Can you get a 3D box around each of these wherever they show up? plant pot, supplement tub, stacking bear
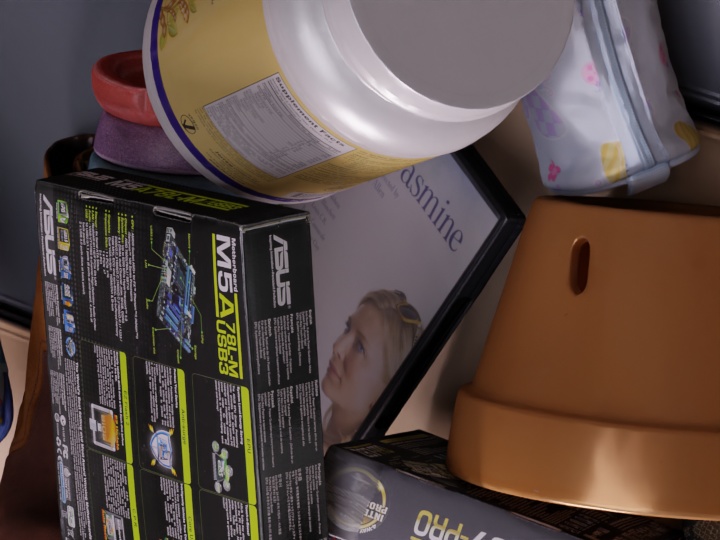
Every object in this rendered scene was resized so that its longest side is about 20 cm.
[{"bbox_3d":[0.146,0.038,1.375,0.200,0.200,0.140,6,94,23],"label":"plant pot"},{"bbox_3d":[-0.003,-0.117,1.338,0.200,0.145,0.145,-18,102,59],"label":"supplement tub"},{"bbox_3d":[-0.093,-0.010,1.491,0.114,0.121,0.200,26,117,56],"label":"stacking bear"}]

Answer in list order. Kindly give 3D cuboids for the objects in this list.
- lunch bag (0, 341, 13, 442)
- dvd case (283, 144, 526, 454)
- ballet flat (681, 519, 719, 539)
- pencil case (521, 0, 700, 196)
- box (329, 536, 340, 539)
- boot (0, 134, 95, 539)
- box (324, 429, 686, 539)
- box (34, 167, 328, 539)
[{"bbox_3d":[-0.290,0.021,1.584,0.161,0.082,0.200,-18,81,20],"label":"lunch bag"},{"bbox_3d":[0.000,0.000,1.475,0.200,0.018,0.143,-57,48,29],"label":"dvd case"},{"bbox_3d":[0.229,0.194,1.448,0.068,0.075,0.200,-36,91,30],"label":"ballet flat"},{"bbox_3d":[0.107,-0.138,1.377,0.091,0.083,0.200,9,119,61],"label":"pencil case"},{"bbox_3d":[0.061,0.222,1.437,0.200,0.040,0.137,19,123,11],"label":"box"},{"bbox_3d":[-0.156,0.046,1.516,0.068,0.188,0.200,8,114,2],"label":"boot"},{"bbox_3d":[0.073,0.130,1.421,0.161,0.200,0.049,22,94,13],"label":"box"},{"bbox_3d":[-0.089,0.059,1.376,0.193,0.048,0.200,11,108,51],"label":"box"}]
